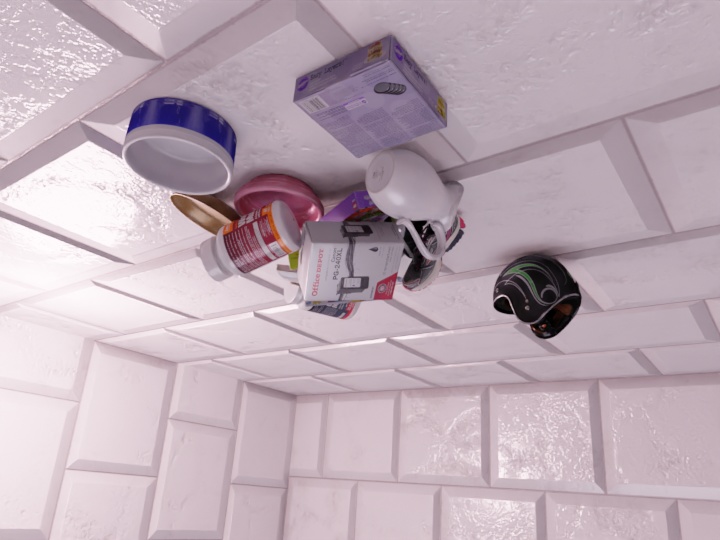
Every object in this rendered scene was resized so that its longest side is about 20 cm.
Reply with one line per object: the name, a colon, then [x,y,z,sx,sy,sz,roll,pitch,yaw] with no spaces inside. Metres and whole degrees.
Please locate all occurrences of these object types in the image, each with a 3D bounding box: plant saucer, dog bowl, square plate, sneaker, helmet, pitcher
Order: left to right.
dog bowl: [-0.328,-0.222,1.063,0.194,0.081,0.201,4,158,1]
plant saucer: [-0.332,-0.127,1.303,0.196,0.036,0.201,25,162,8]
plant saucer: [-0.174,-0.149,1.258,0.194,0.052,0.201,4,158,2]
square plate: [-0.103,0.014,1.362,0.192,0.029,0.200,7,-177,-8]
sneaker: [0.122,-0.086,1.328,0.081,0.073,0.199,-27,161,15]
pitcher: [0.102,-0.124,1.094,0.197,0.177,0.120,21,159,-39]
sneaker: [0.150,-0.048,1.301,0.074,0.203,0.080,26,-172,-42]
helmet: [0.437,0.057,1.464,0.195,0.192,0.203,-19,138,-19]

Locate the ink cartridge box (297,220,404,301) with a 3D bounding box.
ink cartridge box: [-0.024,-0.018,1.185,0.194,0.084,0.148,-1,126,-17]

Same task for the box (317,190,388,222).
box: [-0.004,-0.120,1.241,0.134,0.040,0.199,-14,171,-34]

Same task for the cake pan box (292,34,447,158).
cake pan box: [0.016,-0.265,0.926,0.196,0.054,0.183,-12,151,35]

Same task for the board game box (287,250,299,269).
board game box: [-0.062,-0.045,1.287,0.194,0.049,0.102,-10,-176,-4]

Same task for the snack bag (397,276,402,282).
snack bag: [0.000,0.000,1.439,0.183,0.022,0.200,9,-178,-7]

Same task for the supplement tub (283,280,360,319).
supplement tub: [-0.102,0.051,1.625,0.195,0.144,0.140,15,157,-27]

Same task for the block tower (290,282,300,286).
block tower: [-0.083,0.024,1.518,0.194,0.060,0.054,7,-177,-14]

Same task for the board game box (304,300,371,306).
board game box: [-0.032,0.052,1.410,0.194,0.035,0.134,-5,-175,3]

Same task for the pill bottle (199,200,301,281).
pill bottle: [-0.229,-0.057,1.203,0.196,0.112,0.110,-23,152,13]
